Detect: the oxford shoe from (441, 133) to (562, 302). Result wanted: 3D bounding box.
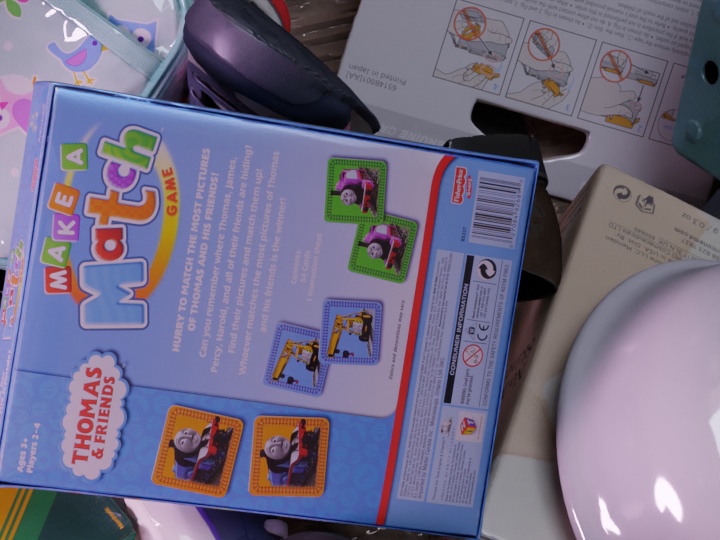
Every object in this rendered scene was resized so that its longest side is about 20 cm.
[{"bbox_3d":[0.000,0.000,1.055,0.199,0.073,0.085,-11,75,-25],"label":"oxford shoe"}]

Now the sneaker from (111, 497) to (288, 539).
[{"bbox_3d":[-0.043,0.068,1.075,0.146,0.081,0.201,-25,67,-26],"label":"sneaker"}]

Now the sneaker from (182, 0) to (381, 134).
[{"bbox_3d":[-0.045,-0.057,1.072,0.070,0.200,0.082,42,91,15],"label":"sneaker"}]

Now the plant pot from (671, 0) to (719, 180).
[{"bbox_3d":[0.252,-0.090,1.193,0.199,0.142,0.141,-8,30,-35],"label":"plant pot"}]

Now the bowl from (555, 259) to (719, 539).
[{"bbox_3d":[0.185,0.076,1.055,0.200,0.090,0.203,14,63,-29],"label":"bowl"}]

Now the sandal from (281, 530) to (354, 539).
[{"bbox_3d":[0.037,0.172,1.029,0.200,0.075,0.045,36,53,-26],"label":"sandal"}]

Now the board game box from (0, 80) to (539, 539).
[{"bbox_3d":[-0.038,0.017,0.995,0.198,0.037,0.153,8,92,-21],"label":"board game box"}]

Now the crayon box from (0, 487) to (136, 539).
[{"bbox_3d":[-0.200,0.073,1.027,0.200,0.058,0.119,47,57,9],"label":"crayon box"}]

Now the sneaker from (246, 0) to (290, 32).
[{"bbox_3d":[-0.102,-0.170,1.148,0.200,0.077,0.085,40,51,-1],"label":"sneaker"}]

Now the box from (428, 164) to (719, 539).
[{"bbox_3d":[0.096,0.065,1.124,0.077,0.095,0.201,26,55,-5],"label":"box"}]

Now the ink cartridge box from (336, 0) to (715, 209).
[{"bbox_3d":[0.095,-0.128,1.225,0.198,0.177,0.045,15,16,-12],"label":"ink cartridge box"}]

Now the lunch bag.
[{"bbox_3d":[-0.168,-0.110,1.082,0.199,0.161,0.077,36,12,5],"label":"lunch bag"}]

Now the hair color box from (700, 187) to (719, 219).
[{"bbox_3d":[0.199,0.066,1.182,0.098,0.061,0.201,14,57,-13],"label":"hair color box"}]
